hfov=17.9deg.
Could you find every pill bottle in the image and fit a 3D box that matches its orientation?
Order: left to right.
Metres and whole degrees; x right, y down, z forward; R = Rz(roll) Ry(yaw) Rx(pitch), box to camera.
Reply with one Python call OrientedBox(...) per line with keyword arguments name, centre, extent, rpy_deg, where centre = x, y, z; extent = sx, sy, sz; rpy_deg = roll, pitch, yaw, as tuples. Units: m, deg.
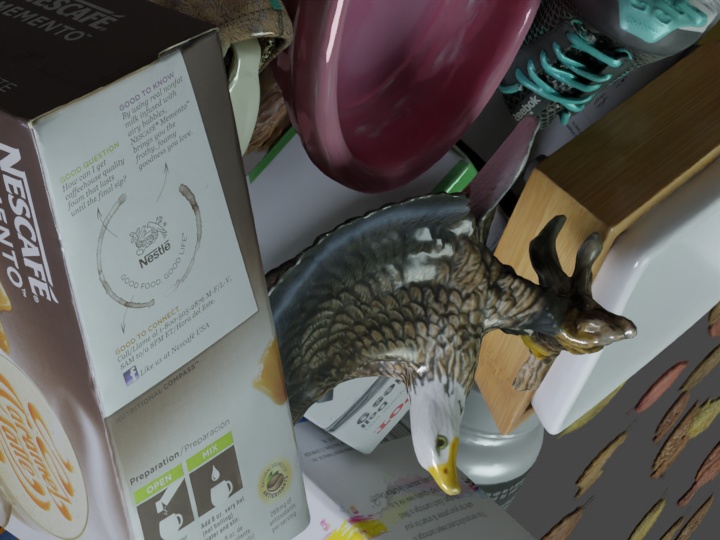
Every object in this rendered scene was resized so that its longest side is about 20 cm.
OrientedBox(name="pill bottle", centre=(0.044, 0.115, 1.410), extent=(0.114, 0.114, 0.200), rpy_deg=(-27, 151, -47))

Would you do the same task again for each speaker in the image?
OrientedBox(name="speaker", centre=(0.124, -0.120, 1.199), extent=(0.200, 0.081, 0.081), rpy_deg=(-47, 161, -7))

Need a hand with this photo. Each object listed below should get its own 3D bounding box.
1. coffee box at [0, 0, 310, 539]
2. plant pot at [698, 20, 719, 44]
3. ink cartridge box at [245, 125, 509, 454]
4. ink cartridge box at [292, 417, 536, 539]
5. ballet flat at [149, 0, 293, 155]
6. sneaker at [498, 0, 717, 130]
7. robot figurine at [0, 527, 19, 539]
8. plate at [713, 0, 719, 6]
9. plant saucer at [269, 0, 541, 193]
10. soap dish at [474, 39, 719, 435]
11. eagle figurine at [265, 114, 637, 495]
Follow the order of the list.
OrientedBox(name="coffee box", centre=(-0.094, 0.007, 0.795), extent=(0.080, 0.114, 0.201), rpy_deg=(-31, 127, -32))
OrientedBox(name="plant pot", centre=(0.289, -0.132, 1.386), extent=(0.195, 0.194, 0.200), rpy_deg=(-38, 150, -28))
OrientedBox(name="ink cartridge box", centre=(0.000, 0.000, 1.146), extent=(0.146, 0.084, 0.200), rpy_deg=(-49, 161, 0))
OrientedBox(name="ink cartridge box", centre=(-0.015, 0.170, 1.254), extent=(0.146, 0.200, 0.147), rpy_deg=(-56, 159, 20))
OrientedBox(name="ballet flat", centre=(-0.086, -0.039, 0.904), extent=(0.068, 0.067, 0.200), rpy_deg=(-15, 144, -48))
OrientedBox(name="sneaker", centre=(0.103, -0.104, 1.068), extent=(0.091, 0.077, 0.200), rpy_deg=(-62, -171, 4))
OrientedBox(name="robot figurine", centre=(-0.176, 0.150, 1.048), extent=(0.200, 0.058, 0.145), rpy_deg=(-41, -173, -23))
OrientedBox(name="plate", centre=(0.179, -0.220, 0.991), extent=(0.199, 0.032, 0.201), rpy_deg=(28, 83, -40))
OrientedBox(name="plant saucer", centre=(0.022, -0.132, 0.949), extent=(0.201, 0.051, 0.201), rpy_deg=(-46, 151, -35))
OrientedBox(name="soap dish", centre=(0.142, -0.021, 1.172), extent=(0.200, 0.081, 0.158), rpy_deg=(-36, 157, -41))
OrientedBox(name="eagle figurine", centre=(0.008, 0.025, 0.958), extent=(0.199, 0.151, 0.152), rpy_deg=(-1, 125, -18))
